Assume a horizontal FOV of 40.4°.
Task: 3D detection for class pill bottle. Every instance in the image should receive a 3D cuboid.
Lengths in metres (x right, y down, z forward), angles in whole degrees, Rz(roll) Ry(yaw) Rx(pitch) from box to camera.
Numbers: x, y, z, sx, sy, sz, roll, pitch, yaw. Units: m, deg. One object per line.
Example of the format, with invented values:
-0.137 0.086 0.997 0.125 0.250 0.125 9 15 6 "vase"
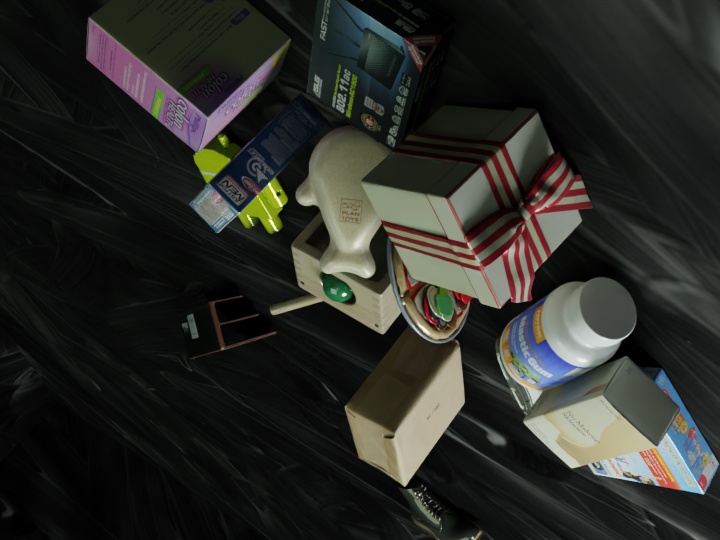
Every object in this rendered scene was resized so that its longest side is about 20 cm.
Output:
0.271 0.081 1.278 0.112 0.112 0.200 40 153 1 "pill bottle"

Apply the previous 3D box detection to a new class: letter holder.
-0.276 0.112 2.056 0.200 0.141 0.101 -20 85 60 "letter holder"

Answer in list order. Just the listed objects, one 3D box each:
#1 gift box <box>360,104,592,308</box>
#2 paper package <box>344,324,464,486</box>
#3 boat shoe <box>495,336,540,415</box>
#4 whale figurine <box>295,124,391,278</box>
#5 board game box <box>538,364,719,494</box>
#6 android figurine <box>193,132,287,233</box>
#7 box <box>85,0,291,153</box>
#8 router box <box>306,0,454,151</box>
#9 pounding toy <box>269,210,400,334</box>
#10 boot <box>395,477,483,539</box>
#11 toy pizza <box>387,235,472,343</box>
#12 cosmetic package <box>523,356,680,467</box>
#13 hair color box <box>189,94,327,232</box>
0.148 -0.074 1.147 0.186 0.185 0.200 17 149 53 "gift box"
0.082 0.224 1.636 0.103 0.200 0.191 25 150 27 "paper package"
0.264 0.179 1.486 0.063 0.071 0.201 3 127 49 "boat shoe"
-0.007 -0.094 1.317 0.158 0.202 0.104 5 -171 3 "whale figurine"
0.382 0.222 1.407 0.195 0.056 0.200 -1 131 52 "board game box"
-0.203 -0.149 1.621 0.181 0.041 0.201 12 142 43 "android figurine"
-0.227 -0.293 1.293 0.200 0.176 0.097 39 152 1 "box"
0.017 -0.251 1.167 0.149 0.062 0.200 36 152 12 "router box"
-0.011 -0.004 1.416 0.183 0.200 0.143 29 151 22 "pounding toy"
0.160 0.516 2.106 0.199 0.077 0.139 4 131 48 "boot"
0.101 -0.006 1.285 0.032 0.201 0.201 -10 126 35 "toy pizza"
0.317 0.194 1.307 0.105 0.071 0.200 43 152 -2 "cosmetic package"
-0.143 -0.150 1.369 0.061 0.200 0.100 45 152 -9 "hair color box"
